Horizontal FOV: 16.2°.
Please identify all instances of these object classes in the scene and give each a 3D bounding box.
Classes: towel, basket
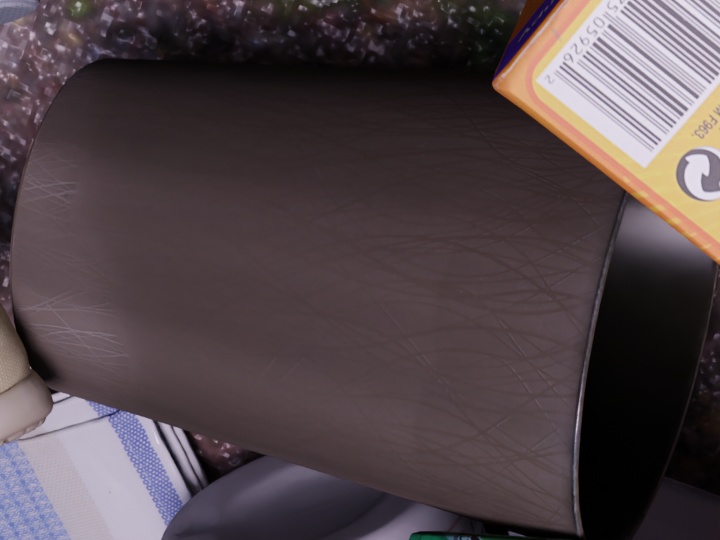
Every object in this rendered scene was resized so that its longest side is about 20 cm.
[{"bbox_3d":[-0.135,0.122,0.958,0.199,0.024,0.148,-19,109,21],"label":"towel"},{"bbox_3d":[0.000,0.000,0.810,0.198,0.181,0.137,8,123,19],"label":"basket"}]

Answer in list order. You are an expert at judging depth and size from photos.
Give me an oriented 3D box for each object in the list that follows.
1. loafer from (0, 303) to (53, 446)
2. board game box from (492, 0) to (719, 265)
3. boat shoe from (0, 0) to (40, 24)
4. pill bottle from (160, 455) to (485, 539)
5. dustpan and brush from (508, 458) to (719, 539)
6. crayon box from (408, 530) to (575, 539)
[{"bbox_3d":[-0.175,0.017,0.841,0.199,0.075,0.069,5,111,44],"label":"loafer"},{"bbox_3d":[0.185,-0.094,0.702,0.199,0.200,0.200,38,114,-5],"label":"board game box"},{"bbox_3d":[-0.200,-0.097,0.841,0.198,0.072,0.063,-11,86,11],"label":"boat shoe"},{"bbox_3d":[0.010,0.169,0.895,0.113,0.114,0.201,-13,109,17],"label":"pill bottle"},{"bbox_3d":[0.118,0.147,0.891,0.139,0.057,0.202,17,122,36],"label":"dustpan and brush"},{"bbox_3d":[0.102,0.154,0.773,0.118,0.059,0.200,-1,146,37],"label":"crayon box"}]
